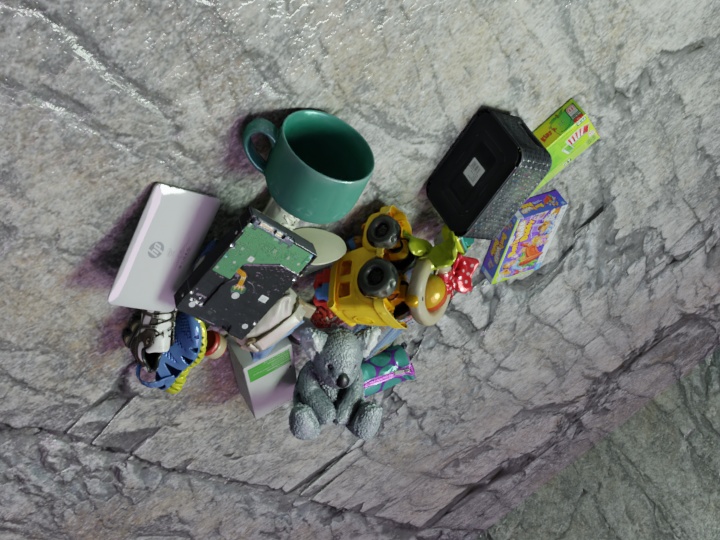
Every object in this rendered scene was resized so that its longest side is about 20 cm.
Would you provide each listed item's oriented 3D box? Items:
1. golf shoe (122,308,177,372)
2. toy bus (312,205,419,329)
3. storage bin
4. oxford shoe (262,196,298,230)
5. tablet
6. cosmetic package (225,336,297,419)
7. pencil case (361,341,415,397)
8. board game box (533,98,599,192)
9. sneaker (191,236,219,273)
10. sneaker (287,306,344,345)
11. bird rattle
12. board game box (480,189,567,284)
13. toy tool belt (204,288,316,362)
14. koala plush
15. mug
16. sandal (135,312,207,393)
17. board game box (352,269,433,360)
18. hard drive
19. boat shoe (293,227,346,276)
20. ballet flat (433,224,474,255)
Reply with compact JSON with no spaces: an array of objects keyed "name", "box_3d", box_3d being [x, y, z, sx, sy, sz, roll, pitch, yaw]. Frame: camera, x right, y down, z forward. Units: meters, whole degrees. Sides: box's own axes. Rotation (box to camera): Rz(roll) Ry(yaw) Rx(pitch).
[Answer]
[{"name":"golf shoe","box_3d":[-0.324,0.081,1.584,0.077,0.095,0.202,-4,137,-36]},{"name":"toy bus","box_3d":[0.000,0.000,1.730,0.188,0.204,0.136,-4,157,24]},{"name":"storage bin","box_3d":[0.223,-0.166,1.701,0.093,0.136,0.201,3,134,-43]},{"name":"oxford shoe","box_3d":[-0.126,-0.080,1.553,0.201,0.058,0.075,-52,145,-2]},{"name":"tablet","box_3d":[-0.298,-0.031,1.476,0.129,0.014,0.203,11,109,-49]},{"name":"cosmetic package","box_3d":[-0.186,0.187,1.861,0.106,0.085,0.202,-27,147,-15]},{"name":"pencil case","box_3d":[0.021,0.231,2.097,0.197,0.092,0.087,-22,106,-16]},{"name":"board game box","box_3d":[0.349,-0.221,1.827,0.199,0.048,0.101,-41,147,12]},{"name":"sneaker","box_3d":[-0.219,0.019,1.584,0.078,0.084,0.201,-60,166,-28]},{"name":"sneaker","box_3d":[-0.047,0.067,1.836,0.199,0.068,0.109,-19,150,-31]},{"name":"bird rattle","box_3d":[0.127,0.017,1.708,0.165,0.111,0.200,-66,155,-17]},{"name":"board game box","box_3d":[0.341,-0.068,2.030,0.132,0.045,0.202,-17,145,-25]},{"name":"toy tool belt","box_3d":[-0.180,0.105,1.722,0.199,0.126,0.123,-38,140,9]},{"name":"koala plush","box_3d":[-0.049,0.184,1.799,0.173,0.185,0.203,0,126,-11]},{"name":"mug","box_3d":[-0.079,-0.156,1.454,0.151,0.185,0.115,-35,162,-47]},{"name":"sandal","box_3d":[-0.330,0.146,1.685,0.086,0.080,0.202,2,133,-37]},{"name":"board game box","box_3d":[0.090,0.065,1.904,0.201,0.062,0.199,-51,166,27]},{"name":"hard drive","box_3d":[-0.180,0.007,1.510,0.139,0.038,0.200,28,115,-36]},{"name":"boat shoe","box_3d":[-0.119,-0.022,1.654,0.198,0.075,0.063,-12,150,-27]},{"name":"ballet flat","box_3d":[0.173,-0.056,1.833,0.066,0.068,0.200,-19,178,13]}]
